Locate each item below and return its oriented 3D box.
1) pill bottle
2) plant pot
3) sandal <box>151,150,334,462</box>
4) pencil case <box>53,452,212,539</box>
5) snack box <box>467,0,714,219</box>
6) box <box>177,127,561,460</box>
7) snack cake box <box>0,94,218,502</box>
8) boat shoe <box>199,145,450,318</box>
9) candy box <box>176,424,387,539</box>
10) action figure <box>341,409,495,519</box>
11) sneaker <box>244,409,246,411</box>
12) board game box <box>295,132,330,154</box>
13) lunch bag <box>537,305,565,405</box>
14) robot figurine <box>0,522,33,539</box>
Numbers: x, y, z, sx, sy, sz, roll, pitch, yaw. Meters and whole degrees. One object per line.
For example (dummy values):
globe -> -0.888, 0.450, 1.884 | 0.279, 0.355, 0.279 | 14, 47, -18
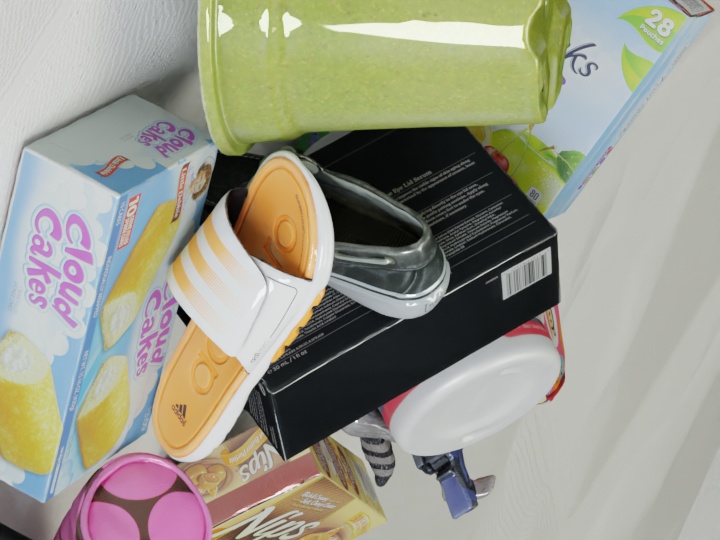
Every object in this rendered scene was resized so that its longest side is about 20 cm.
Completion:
pill bottle -> 0.035, 0.006, 1.771 | 0.119, 0.201, 0.120 | -23, 156, -11
plant pot -> 0.023, -0.156, 1.529 | 0.200, 0.183, 0.202 | 6, 90, -79
sandal -> -0.081, 0.028, 1.537 | 0.059, 0.079, 0.208 | -2, 129, -43
pencil case -> -0.149, 0.189, 1.649 | 0.091, 0.094, 0.200 | -48, 177, -30
snack box -> 0.092, -0.158, 1.722 | 0.169, 0.200, 0.068 | -53, 168, 21
box -> 0.000, 0.000, 1.641 | 0.199, 0.141, 0.079 | -28, 147, -14
snack cake box -> -0.153, 0.015, 1.543 | 0.115, 0.067, 0.201 | -33, 144, -56
boat shoe -> -0.038, -0.039, 1.583 | 0.072, 0.199, 0.071 | -59, 157, -33
candy box -> -0.062, 0.162, 1.915 | 0.115, 0.056, 0.200 | -27, 161, 6
action figure -> 0.020, 0.105, 1.865 | 0.104, 0.201, 0.193 | -28, 146, 14
sneaker -> -0.068, 0.012, 1.791 | 0.201, 0.073, 0.081 | 96, 16, -58
board game box -> 0.027, -0.145, 1.888 | 0.201, 0.029, 0.135 | -62, 162, -8
lunch bag -> 0.089, 0.000, 1.908 | 0.176, 0.081, 0.202 | -43, 120, -80
robot figurine -> -0.226, 0.237, 1.540 | 0.149, 0.125, 0.201 | 0, 121, -27
